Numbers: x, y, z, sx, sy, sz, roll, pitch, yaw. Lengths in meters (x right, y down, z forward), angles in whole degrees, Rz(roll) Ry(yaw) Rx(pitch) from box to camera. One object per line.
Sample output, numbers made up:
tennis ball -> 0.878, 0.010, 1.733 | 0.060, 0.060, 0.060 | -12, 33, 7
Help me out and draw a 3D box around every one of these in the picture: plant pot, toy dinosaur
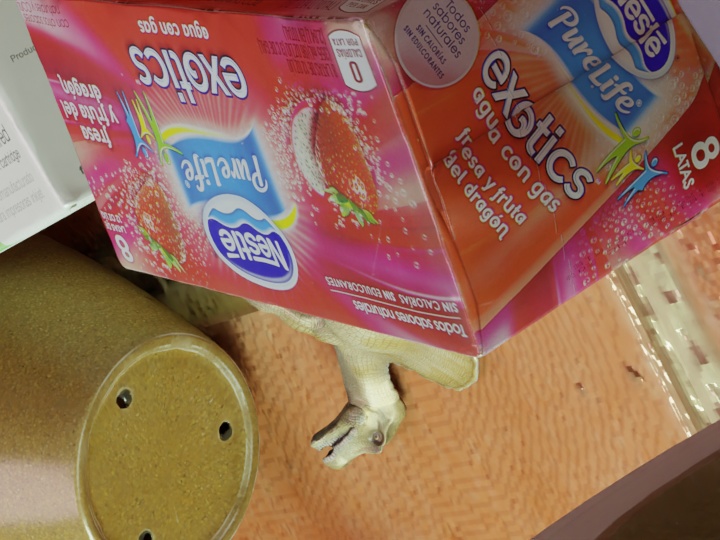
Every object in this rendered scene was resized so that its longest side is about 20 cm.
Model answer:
plant pot -> -0.141, 0.062, 1.109 | 0.199, 0.186, 0.187 | 6, 124, 44
toy dinosaur -> 0.000, 0.000, 0.921 | 0.101, 0.058, 0.200 | 39, 159, 8

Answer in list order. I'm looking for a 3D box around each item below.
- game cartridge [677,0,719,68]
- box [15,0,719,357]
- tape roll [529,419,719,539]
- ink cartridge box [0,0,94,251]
game cartridge -> 0.136, -0.069, 0.589 | 0.134, 0.040, 0.200 | 63, 156, 14
box -> 0.001, -0.051, 0.790 | 0.200, 0.099, 0.096 | 12, 127, 57
tape roll -> 0.123, 0.101, 0.612 | 0.140, 0.202, 0.202 | 61, 155, -3
ink cartridge box -> -0.140, -0.113, 1.001 | 0.201, 0.084, 0.145 | 61, 155, -3
